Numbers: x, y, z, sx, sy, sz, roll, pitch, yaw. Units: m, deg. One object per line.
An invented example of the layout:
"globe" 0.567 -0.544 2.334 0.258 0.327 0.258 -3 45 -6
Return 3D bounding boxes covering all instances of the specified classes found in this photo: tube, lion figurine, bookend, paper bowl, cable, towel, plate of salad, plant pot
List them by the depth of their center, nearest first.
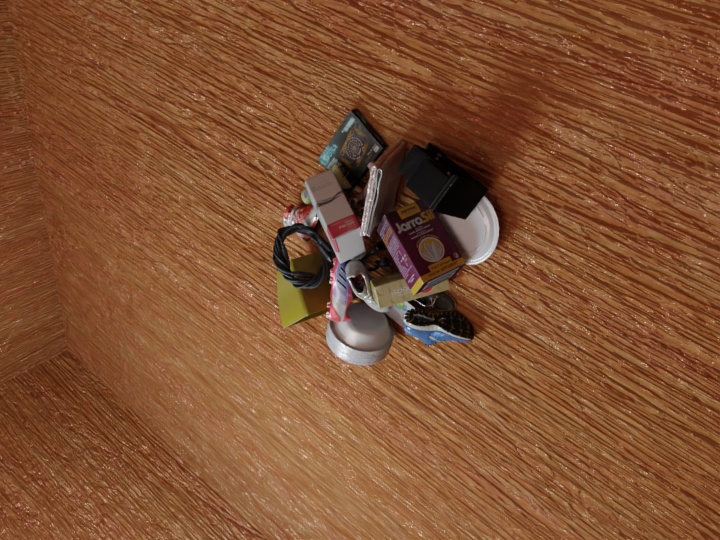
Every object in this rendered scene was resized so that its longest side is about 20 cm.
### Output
"bookend" 0.162 -0.219 1.279 0.200 0.198 0.092 45 111 24
"plate of salad" 0.263 -0.113 1.390 0.200 0.048 0.201 21 120 42
"towel" 0.060 -0.205 1.411 0.032 0.191 0.201 20 126 13
"lion figurine" 0.029 -0.224 1.501 0.072 0.123 0.200 39 119 1
"tube" -0.100 -0.240 1.605 0.200 0.058 0.052 -19 63 54
"cable" -0.170 -0.044 1.611 0.200 0.163 0.051 43 174 4
"paper bowl" 0.003 0.174 1.662 0.200 0.200 0.105 33 131 22
"plant pot" -0.150 0.049 1.723 0.200 0.199 0.177 -32 78 57

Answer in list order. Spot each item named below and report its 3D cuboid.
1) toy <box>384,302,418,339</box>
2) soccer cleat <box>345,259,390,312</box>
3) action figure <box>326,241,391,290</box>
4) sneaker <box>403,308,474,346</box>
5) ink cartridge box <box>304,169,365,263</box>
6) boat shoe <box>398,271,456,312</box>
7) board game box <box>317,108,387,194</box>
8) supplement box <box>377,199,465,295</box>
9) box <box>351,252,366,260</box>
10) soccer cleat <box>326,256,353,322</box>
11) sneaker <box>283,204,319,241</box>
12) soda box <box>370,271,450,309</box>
"toy" 0.121 0.106 1.630 0.200 0.047 0.115 42 143 5
"soccer cleat" 0.018 0.060 1.542 0.070 0.087 0.200 -24 121 23
"action figure" 0.000 0.000 1.622 0.200 0.102 0.119 -30 68 30
"sneaker" 0.213 0.162 1.542 0.199 0.079 0.089 12 140 3
"ink cartridge box" -0.066 -0.143 1.486 0.146 0.085 0.200 76 167 -65
"boat shoe" 0.169 0.068 1.563 0.200 0.057 0.067 30 130 24
"board game box" -0.026 -0.321 1.530 0.135 0.028 0.200 51 136 6
"supplement box" 0.151 -0.061 1.408 0.200 0.131 0.103 60 163 14
"box" -0.041 -0.122 1.588 0.039 0.041 0.201 -36 64 29
"soccer cleat" -0.051 0.049 1.575 0.076 0.067 0.201 6 102 -5
"sneaker" -0.173 -0.165 1.676 0.108 0.067 0.201 34 152 -3
"soda box" 0.131 0.037 1.487 0.064 0.199 0.068 -121 17 -70
